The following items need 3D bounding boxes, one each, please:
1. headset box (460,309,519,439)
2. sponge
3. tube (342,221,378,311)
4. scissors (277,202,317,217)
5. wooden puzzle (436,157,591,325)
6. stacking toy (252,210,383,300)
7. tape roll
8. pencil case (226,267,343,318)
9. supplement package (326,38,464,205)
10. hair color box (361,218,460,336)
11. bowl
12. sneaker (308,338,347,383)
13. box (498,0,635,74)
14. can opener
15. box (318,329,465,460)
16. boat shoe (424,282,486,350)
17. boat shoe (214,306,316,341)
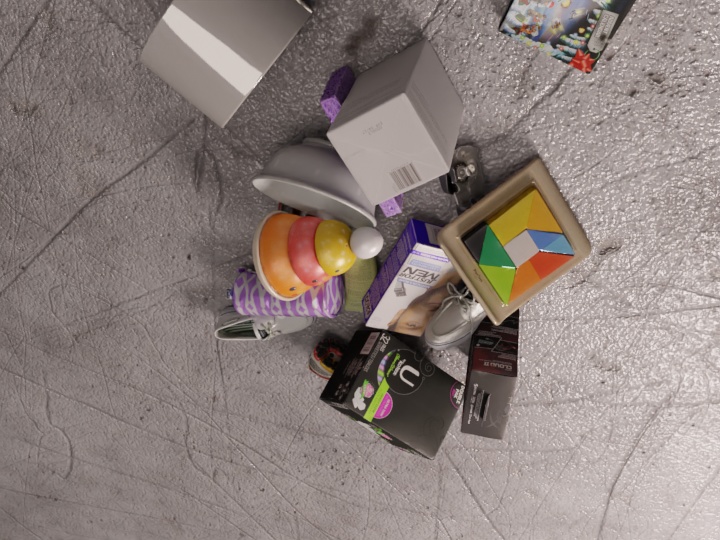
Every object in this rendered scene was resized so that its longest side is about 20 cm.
[{"bbox_3d":[0.215,0.168,1.254,0.075,0.200,0.149,8,129,7],"label":"headset box"},{"bbox_3d":[0.008,-0.187,1.102,0.030,0.112,0.200,-20,119,22],"label":"sponge"},{"bbox_3d":[0.000,0.000,1.291,0.058,0.052,0.201,39,149,40],"label":"tube"},{"bbox_3d":[-0.104,-0.039,1.310,0.073,0.014,0.201,7,128,7],"label":"scissors"},{"bbox_3d":[0.236,-0.039,1.131,0.200,0.037,0.185,-39,113,-2],"label":"wooden puzzle"},{"bbox_3d":[-0.056,-0.034,1.182,0.199,0.146,0.147,-8,124,32],"label":"stacking toy"},{"bbox_3d":[-0.177,-0.311,1.005,0.139,0.203,0.203,38,127,-14],"label":"tape roll"},{"bbox_3d":[-0.128,0.039,1.325,0.199,0.084,0.086,2,87,20],"label":"pencil case"},{"bbox_3d":[0.055,-0.204,1.020,0.121,0.200,0.120,-22,117,28],"label":"supplement package"},{"bbox_3d":[0.091,0.016,1.244,0.109,0.065,0.200,12,133,-20],"label":"hair color box"},{"bbox_3d":[-0.056,-0.140,1.145,0.200,0.091,0.201,20,173,2],"label":"bowl"},{"bbox_3d":[-0.010,0.202,1.434,0.200,0.078,0.082,35,142,-7],"label":"sneaker"},{"bbox_3d":[0.278,-0.363,0.942,0.136,0.040,0.201,23,128,-4],"label":"box"},{"bbox_3d":[0.163,-0.094,1.152,0.053,0.067,0.201,-22,112,-20],"label":"can opener"},{"bbox_3d":[0.059,0.217,1.336,0.200,0.149,0.124,35,164,-17],"label":"box"},{"bbox_3d":[0.177,0.045,1.199,0.202,0.075,0.086,-36,148,6],"label":"boat shoe"},{"bbox_3d":[-0.176,0.102,1.399,0.199,0.067,0.074,-10,123,22],"label":"boat shoe"}]
